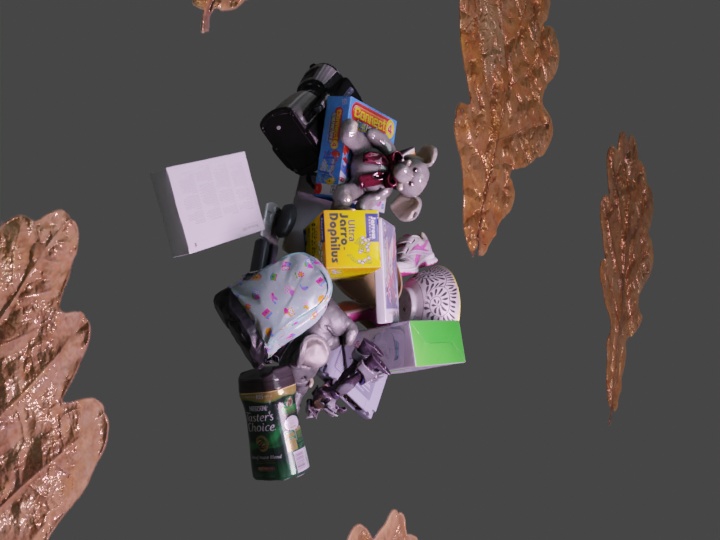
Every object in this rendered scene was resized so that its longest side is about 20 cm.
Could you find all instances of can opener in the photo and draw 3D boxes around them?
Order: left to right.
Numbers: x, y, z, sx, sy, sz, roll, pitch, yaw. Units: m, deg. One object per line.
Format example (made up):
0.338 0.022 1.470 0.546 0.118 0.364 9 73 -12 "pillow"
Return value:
-0.174 -0.040 1.614 0.052 0.066 0.202 31 64 -46 "can opener"

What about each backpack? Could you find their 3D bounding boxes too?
-0.142 0.059 1.500 0.199 0.127 0.168 -32 84 -16 "backpack"

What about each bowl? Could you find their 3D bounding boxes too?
0.135 0.086 1.911 0.093 0.200 0.203 4 79 -26 "bowl"

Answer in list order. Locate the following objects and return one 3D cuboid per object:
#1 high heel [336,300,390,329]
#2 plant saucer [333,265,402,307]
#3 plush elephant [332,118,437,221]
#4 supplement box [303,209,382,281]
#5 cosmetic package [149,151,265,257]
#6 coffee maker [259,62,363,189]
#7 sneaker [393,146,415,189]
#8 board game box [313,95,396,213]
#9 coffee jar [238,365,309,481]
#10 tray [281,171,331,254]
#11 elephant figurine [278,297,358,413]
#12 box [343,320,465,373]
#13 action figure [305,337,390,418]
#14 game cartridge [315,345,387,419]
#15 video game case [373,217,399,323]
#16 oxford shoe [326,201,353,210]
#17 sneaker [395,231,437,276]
-0.001 0.112 1.810 0.199 0.067 0.097 -16 118 -56 "high heel"
0.000 0.000 1.800 0.199 0.035 0.202 23 45 -25 "plant saucer"
0.059 -0.184 1.607 0.199 0.153 0.167 13 85 -59 "plush elephant"
-0.039 -0.044 1.621 0.108 0.200 0.110 -2 82 -15 "supplement box"
-0.270 -0.122 1.512 0.199 0.051 0.152 -23 99 -52 "cosmetic package"
-0.089 -0.297 1.732 0.201 0.133 0.193 -55 140 -41 "coffee maker"
0.086 -0.220 1.973 0.200 0.069 0.091 -41 112 -50 "sneaker"
-0.007 -0.229 1.696 0.199 0.055 0.198 9 88 -60 "board game box"
-0.160 0.275 1.532 0.085 0.103 0.202 -10 90 -55 "coffee jar"
-0.112 -0.107 1.736 0.107 0.022 0.202 37 55 -43 "tray"
-0.106 0.153 1.619 0.155 0.142 0.200 45 61 1 "elephant figurine"
0.091 0.161 1.763 0.199 0.175 0.098 4 74 -54 "box"
-0.036 0.228 1.643 0.069 0.200 0.130 43 16 -19 "action figure"
-0.018 0.207 1.785 0.200 0.040 0.134 49 51 -35 "game cartridge"
0.052 0.004 1.680 0.182 0.023 0.203 13 73 -79 "video game case"
-0.020 -0.157 1.811 0.070 0.074 0.202 31 55 -27 "oxford shoe"
0.103 -0.036 1.962 0.200 0.081 0.089 -26 100 -58 "sneaker"
